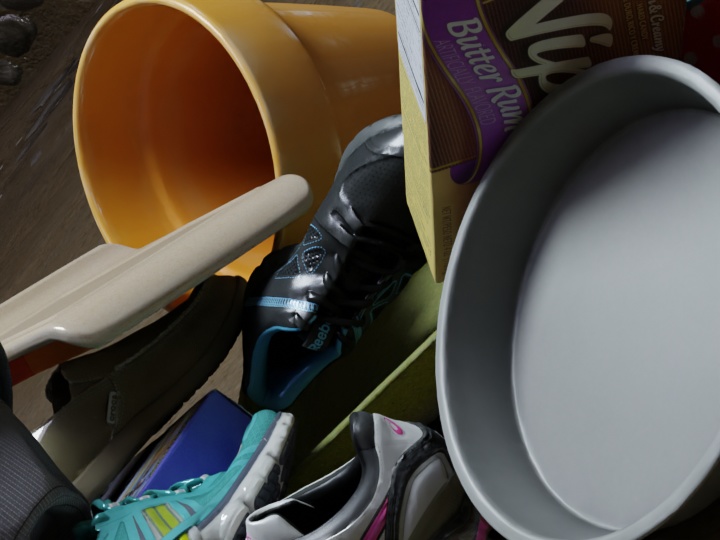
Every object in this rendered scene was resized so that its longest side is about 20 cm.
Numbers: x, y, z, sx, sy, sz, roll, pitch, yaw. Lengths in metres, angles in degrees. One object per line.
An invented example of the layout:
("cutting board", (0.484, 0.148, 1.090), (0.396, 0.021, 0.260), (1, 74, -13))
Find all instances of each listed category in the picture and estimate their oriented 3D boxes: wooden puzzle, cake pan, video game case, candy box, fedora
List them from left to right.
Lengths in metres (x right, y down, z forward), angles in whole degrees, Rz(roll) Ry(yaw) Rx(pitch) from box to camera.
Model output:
("fedora", (-0.188, 0.131, 0.879), (0.177, 0.090, 0.201), (-54, -13, -46))
("video game case", (-0.142, 0.174, 0.982), (0.200, 0.045, 0.181), (-56, 7, -30))
("wooden puzzle", (-0.140, 0.016, 1.022), (0.199, 0.037, 0.185), (-16, 15, 48))
("candy box", (0.078, -0.087, 0.808), (0.201, 0.116, 0.057), (85, 170, -53))
("cake pan", (0.103, 0.016, 0.734), (0.200, 0.037, 0.202), (-28, 56, 50))

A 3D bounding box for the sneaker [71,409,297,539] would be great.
("sneaker", (-0.093, 0.127, 0.870), (0.200, 0.079, 0.078), (-47, -23, -44))

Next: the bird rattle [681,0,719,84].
("bird rattle", (0.184, -0.075, 0.723), (0.200, 0.112, 0.164), (-32, 44, 56))

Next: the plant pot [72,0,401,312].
("plant pot", (-0.049, -0.087, 1.161), (0.183, 0.201, 0.200), (-19, -9, -41))

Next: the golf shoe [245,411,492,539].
("golf shoe", (-0.026, 0.143, 0.851), (0.200, 0.092, 0.073), (-49, 18, 18))

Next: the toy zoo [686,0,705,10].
("toy zoo", (0.109, -0.110, 0.855), (0.131, 0.200, 0.021), (-25, 52, 9))

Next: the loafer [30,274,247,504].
("loafer", (-0.136, 0.067, 1.022), (0.200, 0.067, 0.076), (-51, 6, -25))

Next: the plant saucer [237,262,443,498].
("plant saucer", (0.006, 0.048, 1.022), (0.200, 0.048, 0.200), (-45, 19, 24))

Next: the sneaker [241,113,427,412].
("sneaker", (0.000, 0.000, 0.950), (0.200, 0.073, 0.082), (-51, 20, 42))
